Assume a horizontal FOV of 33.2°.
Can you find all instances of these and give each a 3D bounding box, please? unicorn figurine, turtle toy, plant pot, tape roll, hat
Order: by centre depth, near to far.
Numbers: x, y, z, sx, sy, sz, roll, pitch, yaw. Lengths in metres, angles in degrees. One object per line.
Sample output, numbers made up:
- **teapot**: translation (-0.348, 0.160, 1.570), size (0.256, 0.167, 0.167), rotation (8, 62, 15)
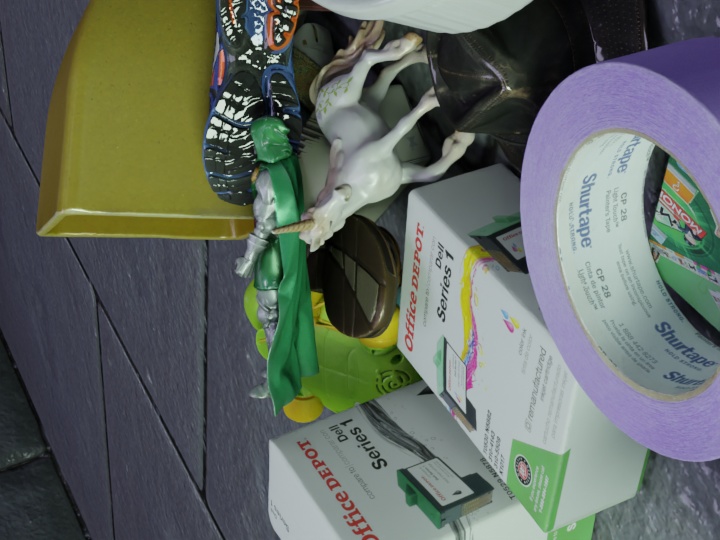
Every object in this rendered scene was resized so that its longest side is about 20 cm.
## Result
- **tape roll**: translation (0.163, -0.011, 0.610), size (0.200, 0.065, 0.203), rotation (45, 144, 46)
- **hat**: translation (0.089, -0.132, 0.741), size (0.200, 0.080, 0.203), rotation (43, 141, 49)
- **unicorn figurine**: translation (0.006, -0.092, 0.852), size (0.074, 0.136, 0.201), rotation (50, -165, -32)
- **plant pot**: translation (-0.167, -0.135, 1.023), size (0.194, 0.192, 0.204), rotation (170, 100, -69)
- **turtle toy**: translation (-0.022, 0.055, 1.043), size (0.197, 0.101, 0.148), rotation (19, 127, 24)

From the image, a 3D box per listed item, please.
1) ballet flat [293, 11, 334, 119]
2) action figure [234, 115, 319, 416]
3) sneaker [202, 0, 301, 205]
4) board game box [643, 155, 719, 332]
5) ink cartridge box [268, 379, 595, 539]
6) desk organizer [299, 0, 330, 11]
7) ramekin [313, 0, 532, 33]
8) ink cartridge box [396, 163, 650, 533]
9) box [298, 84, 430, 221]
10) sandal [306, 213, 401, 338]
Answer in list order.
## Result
- **ballet flat**: translation (-0.060, -0.197, 1.051), size (0.200, 0.070, 0.071), rotation (50, 147, 40)
- **action figure**: translation (-0.062, -0.011, 0.878), size (0.118, 0.054, 0.204), rotation (-70, -19, -74)
- **sneaker**: translation (-0.079, -0.147, 0.906), size (0.079, 0.074, 0.203), rotation (-112, 29, -69)
- **board game box**: translation (0.224, -0.004, 0.594), size (0.200, 0.029, 0.136), rotation (50, 148, 41)
- **ink cartridge box**: translation (0.049, 0.160, 0.868), size (0.146, 0.197, 0.085), rotation (45, 145, 44)
- **desk organizer**: translation (-0.008, -0.228, 0.882), size (0.199, 0.071, 0.078), rotation (24, 114, 60)
- **ramekin**: translation (0.048, -0.227, 0.670), size (0.200, 0.093, 0.206), rotation (-12, 72, 43)
- **ink cartridge box**: translation (0.108, 0.046, 0.808), size (0.200, 0.083, 0.147), rotation (50, 147, 43)
- **box**: translation (-0.019, -0.075, 1.013), size (0.069, 0.081, 0.200), rotation (69, 154, 13)
- **sandal**: translation (0.000, 0.000, 0.899), size (0.200, 0.054, 0.083), rotation (-156, 75, -74)
